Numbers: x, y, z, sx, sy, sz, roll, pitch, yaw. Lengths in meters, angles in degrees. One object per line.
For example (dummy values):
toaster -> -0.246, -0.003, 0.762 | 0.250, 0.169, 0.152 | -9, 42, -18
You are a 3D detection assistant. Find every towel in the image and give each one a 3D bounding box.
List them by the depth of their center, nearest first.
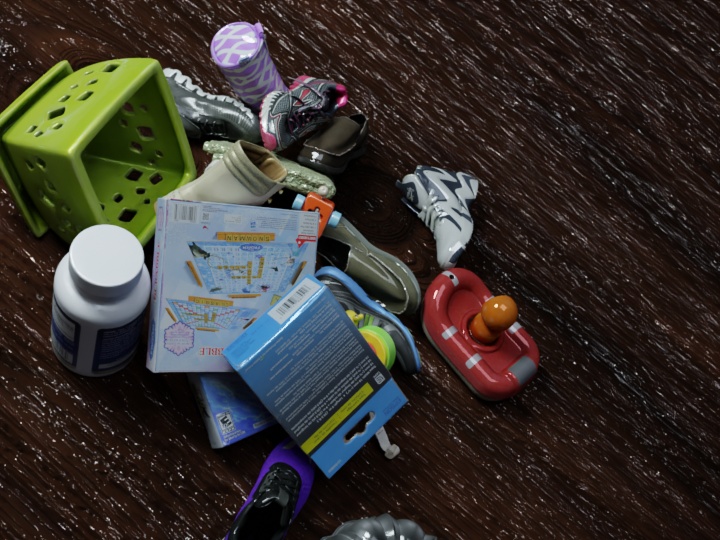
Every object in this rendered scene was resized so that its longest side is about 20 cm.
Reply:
towel -> -0.131, -0.151, 1.295 | 0.197, 0.037, 0.148 | 19, 9, -7

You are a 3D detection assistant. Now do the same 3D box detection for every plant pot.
plant pot -> -0.355, -0.149, 1.147 | 0.179, 0.202, 0.200 | 12, 49, 22

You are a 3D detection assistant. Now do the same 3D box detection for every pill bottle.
pill bottle -> -0.309, 0.036, 1.051 | 0.110, 0.201, 0.112 | 10, 55, -15

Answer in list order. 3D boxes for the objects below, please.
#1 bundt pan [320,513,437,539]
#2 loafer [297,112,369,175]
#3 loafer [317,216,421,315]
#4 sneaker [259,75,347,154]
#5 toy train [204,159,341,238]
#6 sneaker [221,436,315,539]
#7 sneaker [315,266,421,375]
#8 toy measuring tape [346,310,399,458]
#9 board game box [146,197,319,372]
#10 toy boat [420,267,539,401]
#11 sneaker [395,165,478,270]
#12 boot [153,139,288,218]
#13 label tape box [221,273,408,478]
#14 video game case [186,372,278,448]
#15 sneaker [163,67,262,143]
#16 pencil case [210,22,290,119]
bundt pan -> 0.032, 0.382, 1.040 | 0.199, 0.076, 0.204 | 10, 56, -14
loafer -> -0.039, -0.203, 1.353 | 0.072, 0.072, 0.200 | 20, 25, 10
loafer -> 0.000, 0.000, 1.274 | 0.199, 0.076, 0.069 | 38, 38, 18
sneaker -> -0.088, -0.239, 1.312 | 0.074, 0.081, 0.201 | 9, 38, 23
toy train -> -0.132, -0.079, 1.248 | 0.198, 0.152, 0.056 | 21, 20, -2
sneaker -> -0.098, 0.274, 1.041 | 0.069, 0.100, 0.201 | 31, 53, -2
sneaker -> 0.002, 0.082, 1.238 | 0.199, 0.071, 0.083 | 39, 75, 3
toy measuring tape -> 0.026, 0.144, 1.163 | 0.073, 0.073, 0.202 | -21, 86, -31
board game box -> -0.152, 0.021, 1.065 | 0.198, 0.041, 0.203 | 4, 92, -28
toy boat -> 0.181, 0.077, 1.262 | 0.130, 0.131, 0.200 | -33, 74, -35
sneaker -> 0.109, -0.093, 1.378 | 0.128, 0.080, 0.201 | 21, 53, -6
boot -> -0.147, -0.076, 1.141 | 0.200, 0.155, 0.073 | 37, 22, -48
label tape box -> -0.053, 0.129, 1.070 | 0.144, 0.063, 0.201 | -41, 119, -13
video game case -> -0.128, 0.105, 1.139 | 0.198, 0.045, 0.183 | -20, 87, -31
sneaker -> -0.241, -0.230, 1.334 | 0.198, 0.067, 0.091 | 29, 59, 13
pencil case -> -0.155, -0.292, 1.328 | 0.085, 0.200, 0.084 | -33, 66, -1
